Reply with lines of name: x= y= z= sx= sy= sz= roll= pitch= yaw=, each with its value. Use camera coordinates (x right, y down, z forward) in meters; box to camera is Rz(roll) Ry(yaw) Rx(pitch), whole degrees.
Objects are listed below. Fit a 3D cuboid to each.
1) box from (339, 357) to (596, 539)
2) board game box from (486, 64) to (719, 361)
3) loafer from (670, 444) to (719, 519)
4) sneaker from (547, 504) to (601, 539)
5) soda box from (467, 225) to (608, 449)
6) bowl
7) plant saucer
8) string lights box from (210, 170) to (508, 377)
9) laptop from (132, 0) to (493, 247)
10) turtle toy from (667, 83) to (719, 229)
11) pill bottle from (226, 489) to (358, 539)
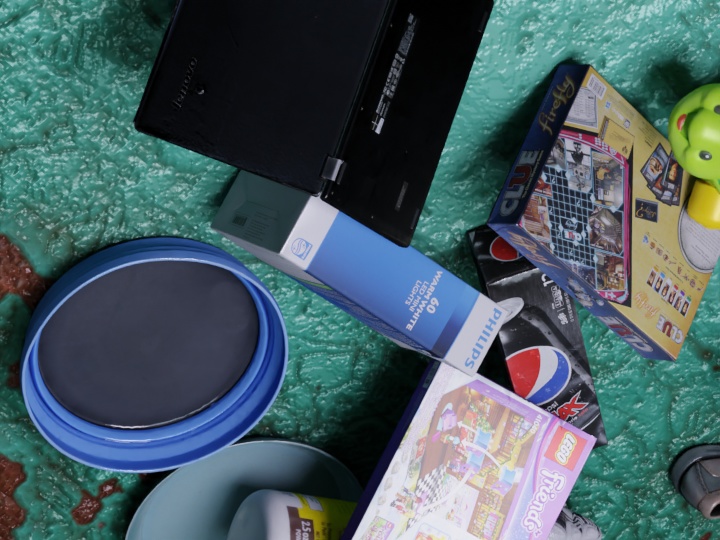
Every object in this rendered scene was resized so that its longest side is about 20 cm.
box: x=0.072 y=0.182 z=1.689 sx=0.136 sy=0.039 sz=0.201 roll=29 pitch=85 yaw=-10
board game box: x=0.189 y=-0.040 z=1.652 sx=0.200 sy=0.035 sz=0.136 roll=39 pitch=68 yaw=-35
loafer: x=0.360 y=0.191 z=1.910 sx=0.199 sy=0.063 sz=0.072 roll=3 pitch=125 yaw=-20
sneaker: x=0.129 y=0.187 z=1.828 sx=0.075 sy=0.115 sz=0.200 roll=-35 pitch=163 yaw=10
soda box: x=0.137 y=0.055 z=1.730 sx=0.063 sy=0.071 sz=0.201 roll=-18 pitch=129 yaw=0
bowl: x=-0.153 y=0.061 z=1.660 sx=0.200 sy=0.039 sz=0.201 roll=-9 pitch=128 yaw=-12
plant saucer: x=-0.093 y=0.206 z=1.796 sx=0.199 sy=0.027 sz=0.201 roll=-9 pitch=128 yaw=-11
string lights box: x=0.000 y=0.000 z=1.617 sx=0.200 sy=0.103 sz=0.059 roll=33 pitch=83 yaw=-35
laptop: x=-0.025 y=-0.140 z=1.510 sx=0.200 sy=0.115 sz=0.188 roll=29 pitch=80 yaw=-59
turtle toy: x=0.303 y=-0.088 z=1.634 sx=0.199 sy=0.101 sz=0.146 roll=12 pitch=100 yaw=-26
pill bottle: x=0.000 y=0.238 z=1.761 sx=0.199 sy=0.109 sz=0.110 roll=11 pitch=121 yaw=-23
